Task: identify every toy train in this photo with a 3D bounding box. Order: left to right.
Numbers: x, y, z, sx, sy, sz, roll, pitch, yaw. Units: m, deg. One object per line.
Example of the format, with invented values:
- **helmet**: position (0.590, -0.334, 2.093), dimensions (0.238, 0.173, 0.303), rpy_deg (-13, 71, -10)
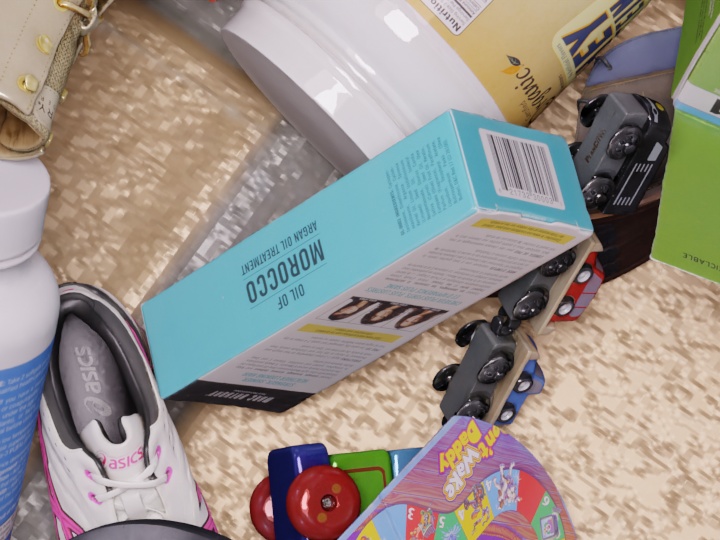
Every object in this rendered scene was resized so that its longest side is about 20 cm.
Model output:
- **toy train**: position (0.021, 0.176, 1.206), dimensions (0.115, 0.085, 0.201), rpy_deg (-5, 85, -17)
- **toy train**: position (0.086, 0.001, 1.195), dimensions (0.046, 0.200, 0.034), rpy_deg (0, 42, -35)

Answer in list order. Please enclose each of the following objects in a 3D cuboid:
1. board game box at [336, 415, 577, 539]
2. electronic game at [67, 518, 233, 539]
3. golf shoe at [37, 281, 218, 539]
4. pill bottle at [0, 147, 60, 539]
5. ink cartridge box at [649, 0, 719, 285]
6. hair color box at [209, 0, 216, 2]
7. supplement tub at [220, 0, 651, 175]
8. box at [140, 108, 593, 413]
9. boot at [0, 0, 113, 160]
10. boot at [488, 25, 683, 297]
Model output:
- **board game box**: position (0.051, 0.161, 1.147), dimensions (0.200, 0.039, 0.159), rpy_deg (-44, 119, -39)
- **electronic game**: position (-0.083, 0.208, 1.175), dimensions (0.199, 0.042, 0.201), rpy_deg (6, 104, 25)
- **golf shoe**: position (-0.110, 0.103, 1.207), dimensions (0.072, 0.092, 0.201), rpy_deg (-21, 82, -3)
- **pill bottle**: position (-0.193, 0.041, 1.164), dimensions (0.112, 0.112, 0.201), rpy_deg (19, 118, 5)
- **ink cartridge box**: position (0.217, -0.070, 1.173), dimensions (0.147, 0.076, 0.200), rpy_deg (21, 45, -6)
- **hair color box**: position (-0.090, -0.237, 1.263), dimensions (0.101, 0.061, 0.200), rpy_deg (-36, 80, -29)
- **supplement tub**: position (0.047, -0.136, 1.215), dimensions (0.144, 0.144, 0.200), rpy_deg (44, 85, 8)
- **box**: position (0.000, 0.000, 1.170), dimensions (0.200, 0.082, 0.049), rpy_deg (-31, 64, 35)
- **boot**: position (-0.111, -0.120, 1.129), dimensions (0.199, 0.073, 0.156), rpy_deg (7, 61, 5)
- **boot**: position (0.113, -0.052, 1.249), dimensions (0.199, 0.075, 0.097), rpy_deg (-13, 62, 0)
